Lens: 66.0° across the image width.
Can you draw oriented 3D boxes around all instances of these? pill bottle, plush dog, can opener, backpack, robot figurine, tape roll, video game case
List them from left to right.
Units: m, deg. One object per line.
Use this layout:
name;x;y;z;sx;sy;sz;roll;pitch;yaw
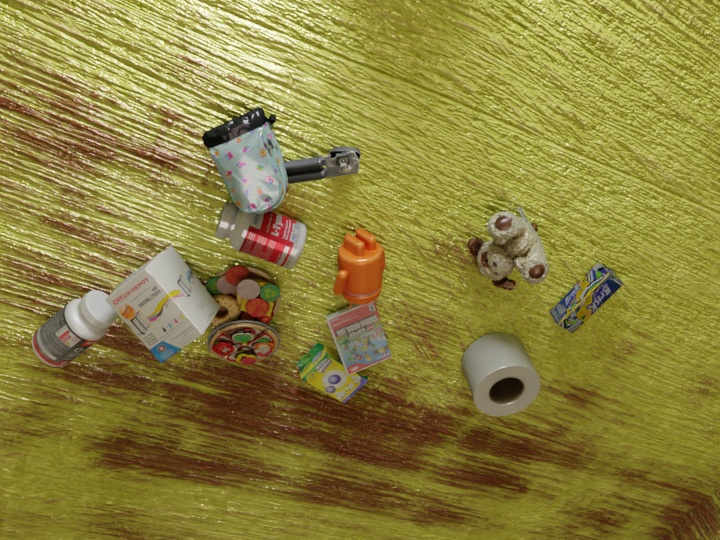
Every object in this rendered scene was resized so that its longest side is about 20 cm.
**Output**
pill bottle;-0.711;0.143;1.385;0.198;0.117;0.116;-34;122;16
backpack;-0.237;-0.223;1.183;0.163;0.127;0.203;-18;110;12
pill bottle;-0.234;-0.088;1.296;0.196;0.113;0.113;20;120;-20
can opener;-0.094;-0.239;1.257;0.195;0.068;0.054;-5;126;13
robot figurine;-0.002;0.001;1.383;0.114;0.145;0.204;5;125;10
video game case;-0.002;0.186;1.540;0.140;0.018;0.203;-21;119;-6
tape roll;0.409;0.305;1.626;0.197;0.140;0.207;-3;124;-5
plush dog;0.369;-0.048;1.408;0.171;0.160;0.201;-36;94;33

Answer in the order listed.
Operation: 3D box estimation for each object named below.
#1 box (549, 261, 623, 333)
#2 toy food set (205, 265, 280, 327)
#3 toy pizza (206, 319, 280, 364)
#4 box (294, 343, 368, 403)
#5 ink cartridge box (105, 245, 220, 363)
box;0.629;0.077;1.548;0.069;0.065;0.201;26;117;-22
toy food set;-0.304;0.073;1.433;0.195;0.049;0.201;13;121;-15
toy pizza;-0.315;0.203;1.498;0.195;0.032;0.202;-6;139;-5
box;-0.085;0.297;1.613;0.199;0.049;0.117;36;112;-25
ink cartridge box;-0.469;0.079;1.330;0.146;0.145;0.202;-32;107;15
